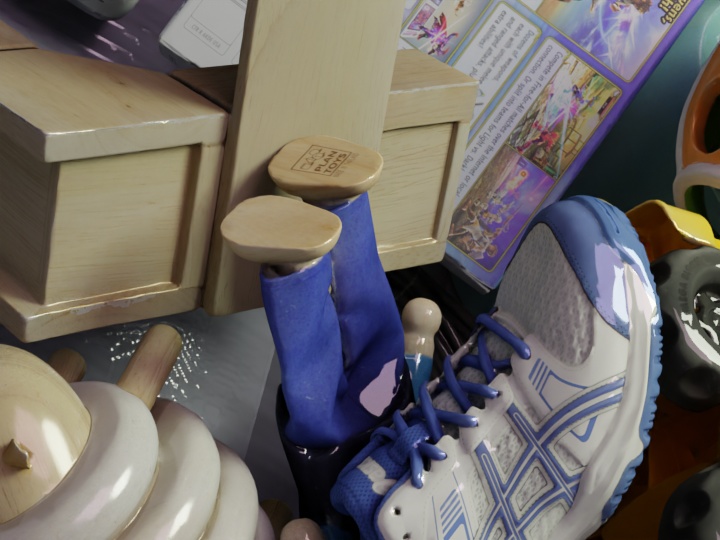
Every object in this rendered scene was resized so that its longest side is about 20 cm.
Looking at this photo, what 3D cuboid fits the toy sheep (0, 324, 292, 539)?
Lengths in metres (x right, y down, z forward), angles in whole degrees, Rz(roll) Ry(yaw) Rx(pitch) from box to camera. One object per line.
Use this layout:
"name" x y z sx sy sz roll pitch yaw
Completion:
"toy sheep" -0.089 0.108 0.659 0.200 0.137 0.138 57 44 -26

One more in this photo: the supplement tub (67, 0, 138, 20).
"supplement tub" -0.158 -0.210 0.792 0.199 0.122 0.123 32 51 -15

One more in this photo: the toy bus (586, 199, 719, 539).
"toy bus" 0.159 0.091 0.687 0.191 0.136 0.201 8 59 -25

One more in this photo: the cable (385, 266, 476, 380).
"cable" 0.000 0.000 0.852 0.200 0.050 0.097 42 30 -23

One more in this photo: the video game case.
"video game case" 0.042 -0.122 0.800 0.181 0.045 0.200 37 87 2

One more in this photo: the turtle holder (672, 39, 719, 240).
"turtle holder" 0.204 -0.033 0.743 0.132 0.141 0.186 -40 133 -17

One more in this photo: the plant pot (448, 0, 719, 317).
"plant pot" 0.163 -0.039 0.892 0.200 0.161 0.202 16 57 -27

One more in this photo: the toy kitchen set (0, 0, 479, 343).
"toy kitchen set" -0.078 -0.097 0.707 0.199 0.164 0.180 -10 31 -40

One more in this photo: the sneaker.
"sneaker" 0.039 0.068 0.627 0.088 0.075 0.201 12 98 -24

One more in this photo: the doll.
"doll" -0.003 0.050 0.685 0.048 0.201 0.137 8 38 22
